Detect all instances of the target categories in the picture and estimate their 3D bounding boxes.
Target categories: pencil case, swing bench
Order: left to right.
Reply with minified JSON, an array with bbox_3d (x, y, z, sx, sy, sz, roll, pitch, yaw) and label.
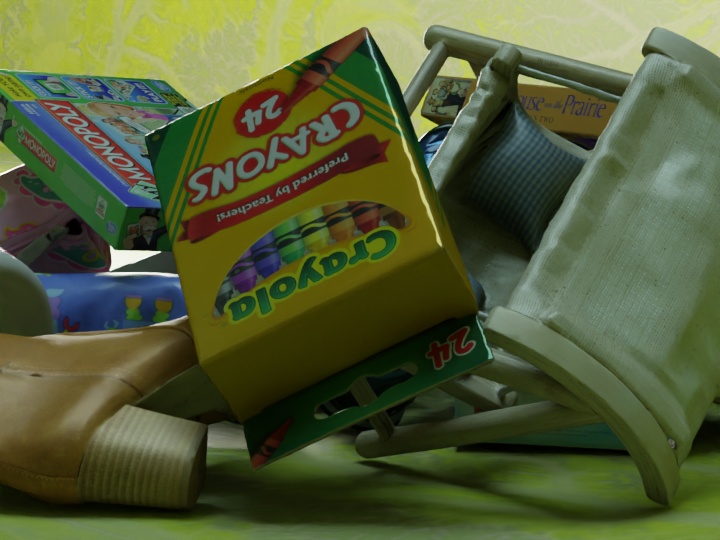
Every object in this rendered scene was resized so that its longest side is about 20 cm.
[{"bbox_3d":[-0.244,-0.001,1.435,0.199,0.088,0.087,-22,8,-3],"label":"pencil case"},{"bbox_3d":[-0.118,0.045,1.313,0.198,0.088,0.078,2,-6,17],"label":"pencil case"},{"bbox_3d":[0.094,-0.011,1.189,0.199,0.130,0.200,4,50,38],"label":"swing bench"}]

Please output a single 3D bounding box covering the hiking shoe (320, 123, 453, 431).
[{"bbox_3d":[0.037,-0.007,1.333,0.074,0.201,0.087,19,-30,2],"label":"hiking shoe"}]

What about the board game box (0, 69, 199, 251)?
[{"bbox_3d":[-0.128,-0.064,1.396,0.134,0.029,0.200,2,25,-37],"label":"board game box"}]

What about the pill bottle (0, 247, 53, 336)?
[{"bbox_3d":[-0.263,0.007,1.274,0.113,0.114,0.199,-5,27,-45],"label":"pill bottle"}]

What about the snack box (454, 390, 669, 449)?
[{"bbox_3d":[0.114,0.066,1.359,0.115,0.037,0.200,3,6,4],"label":"snack box"}]

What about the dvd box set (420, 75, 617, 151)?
[{"bbox_3d":[0.146,-0.068,1.381,0.146,0.030,0.200,24,-6,-32],"label":"dvd box set"}]

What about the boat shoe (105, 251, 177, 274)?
[{"bbox_3d":[-0.154,0.042,1.401,0.199,0.067,0.070,-23,-1,22],"label":"boat shoe"}]

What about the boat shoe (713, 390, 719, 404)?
[{"bbox_3d":[0.213,0.041,1.312,0.073,0.063,0.199,30,10,37],"label":"boat shoe"}]

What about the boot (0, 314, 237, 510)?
[{"bbox_3d":[-0.129,0.044,1.173,0.143,0.071,0.201,12,30,7],"label":"boot"}]

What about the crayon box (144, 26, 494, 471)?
[{"bbox_3d":[-0.022,-0.014,1.126,0.126,0.051,0.201,-26,44,7],"label":"crayon box"}]
